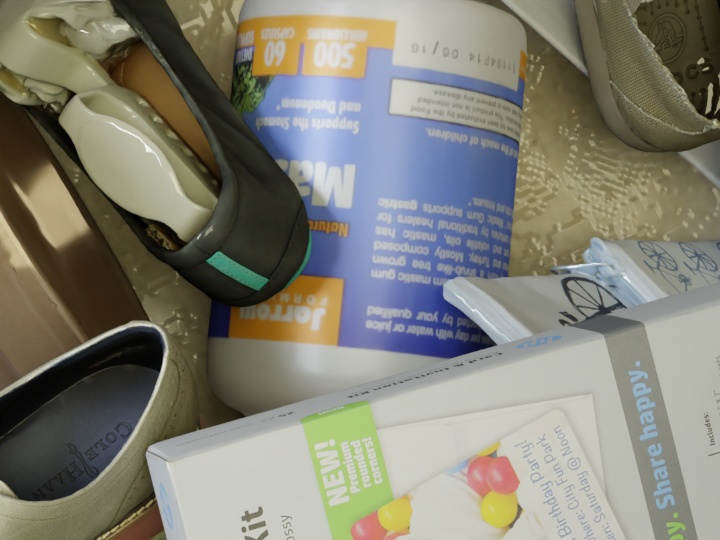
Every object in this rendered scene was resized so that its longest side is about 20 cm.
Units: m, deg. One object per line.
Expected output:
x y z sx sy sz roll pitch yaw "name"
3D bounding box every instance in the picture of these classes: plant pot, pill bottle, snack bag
-0.146 0.001 0.949 0.093 0.201 0.201 -32 93 3 "plant pot"
0.000 0.000 1.014 0.112 0.112 0.201 6 85 -11 "pill bottle"
0.142 0.048 0.979 0.189 0.200 0.021 44 117 31 "snack bag"

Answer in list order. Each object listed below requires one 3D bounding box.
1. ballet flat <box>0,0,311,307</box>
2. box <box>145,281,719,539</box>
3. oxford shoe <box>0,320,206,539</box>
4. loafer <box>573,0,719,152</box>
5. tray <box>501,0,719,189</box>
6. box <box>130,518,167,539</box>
-0.090 -0.067 0.974 0.200 0.068 0.068 46 108 29 "ballet flat"
0.050 0.102 0.816 0.199 0.041 0.157 -15 95 -12 "box"
-0.129 0.084 0.803 0.071 0.074 0.200 37 65 20 "oxford shoe"
0.108 -0.134 0.989 0.076 0.067 0.201 -34 117 -24 "loafer"
0.117 -0.116 1.054 0.200 0.022 0.108 36 81 -34 "tray"
-0.057 0.204 0.905 0.097 0.176 0.200 -32 82 -20 "box"
